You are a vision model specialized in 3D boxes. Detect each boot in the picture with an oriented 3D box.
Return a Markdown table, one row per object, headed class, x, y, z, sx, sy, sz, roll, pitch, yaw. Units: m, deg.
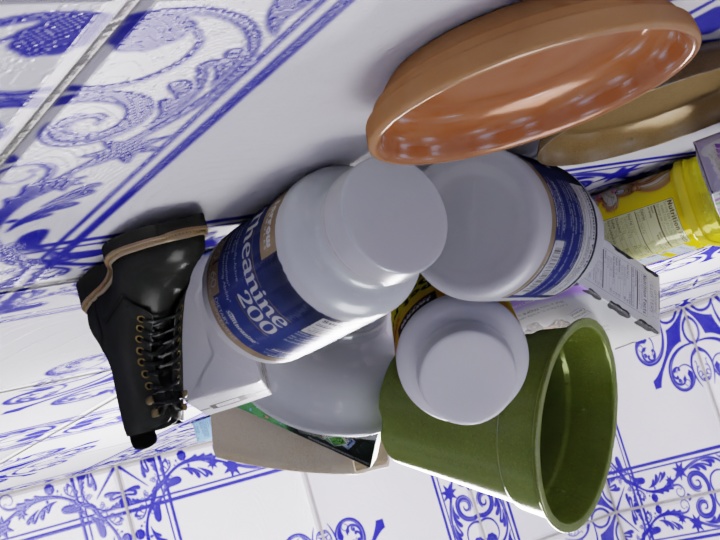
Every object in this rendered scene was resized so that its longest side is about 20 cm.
| class | x | y | z | sx | sy | sz | roll | pitch | yaw |
| --- | --- | --- | --- | --- | --- | --- | --- | --- | --- |
| boot | -0.144 | 0.047 | 0.967 | 0.077 | 0.139 | 0.200 | -12 | 169 | -25 |

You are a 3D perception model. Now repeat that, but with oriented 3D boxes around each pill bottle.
| class | x | y | z | sx | sy | sz | roll | pitch | yaw |
| --- | --- | --- | --- | --- | --- | --- | --- | --- | --- |
| pill bottle | -0.026 | -0.008 | 0.934 | 0.111 | 0.111 | 0.200 | -11 | 169 | -33 |
| pill bottle | 0.123 | -0.033 | 1.043 | 0.115 | 0.116 | 0.200 | -21 | 170 | 23 |
| pill bottle | 0.082 | 0.059 | 1.111 | 0.109 | 0.110 | 0.200 | -17 | -166 | 3 |

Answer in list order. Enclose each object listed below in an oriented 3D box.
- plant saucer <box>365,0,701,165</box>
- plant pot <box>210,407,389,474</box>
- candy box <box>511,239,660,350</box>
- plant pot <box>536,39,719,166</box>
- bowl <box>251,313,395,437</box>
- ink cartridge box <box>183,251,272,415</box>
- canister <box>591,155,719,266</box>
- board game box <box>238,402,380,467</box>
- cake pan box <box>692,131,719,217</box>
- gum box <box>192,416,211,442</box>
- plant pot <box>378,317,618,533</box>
| class | x | y | z | sx | sy | sz | roll | pitch | yaw |
| --- | --- | --- | --- | --- | --- | --- | --- | --- | --- |
| plant saucer | 0.095 | -0.113 | 0.759 | 0.199 | 0.038 | 0.200 | -16 | 170 | -3 |
| plant pot | -0.078 | 0.147 | 1.567 | 0.176 | 0.201 | 0.200 | -8 | 173 | 12 |
| candy box | 0.168 | 0.020 | 1.289 | 0.200 | 0.072 | 0.168 | 29 | 143 | -31 |
| plant pot | 0.220 | -0.124 | 0.954 | 0.199 | 0.028 | 0.200 | -16 | 172 | -2 |
| bowl | -0.026 | 0.074 | 1.347 | 0.200 | 0.201 | 0.091 | -11 | 129 | -32 |
| ink cartridge box | -0.126 | 0.059 | 1.148 | 0.066 | 0.116 | 0.200 | -17 | 172 | -4 |
| canister | 0.280 | -0.044 | 1.358 | 0.199 | 0.087 | 0.148 | -20 | 170 | 26 |
| board game box | -0.066 | 0.132 | 1.425 | 0.023 | 0.199 | 0.105 | -49 | 156 | -49 |
| cake pan box | 0.370 | -0.102 | 1.069 | 0.184 | 0.052 | 0.200 | -21 | 170 | 14 |
| gum box | -0.203 | 0.285 | 2.593 | 0.199 | 0.045 | 0.170 | -20 | 170 | 25 |
| plant pot | 0.126 | 0.138 | 1.271 | 0.189 | 0.201 | 0.200 | 4 | -177 | 32 |
